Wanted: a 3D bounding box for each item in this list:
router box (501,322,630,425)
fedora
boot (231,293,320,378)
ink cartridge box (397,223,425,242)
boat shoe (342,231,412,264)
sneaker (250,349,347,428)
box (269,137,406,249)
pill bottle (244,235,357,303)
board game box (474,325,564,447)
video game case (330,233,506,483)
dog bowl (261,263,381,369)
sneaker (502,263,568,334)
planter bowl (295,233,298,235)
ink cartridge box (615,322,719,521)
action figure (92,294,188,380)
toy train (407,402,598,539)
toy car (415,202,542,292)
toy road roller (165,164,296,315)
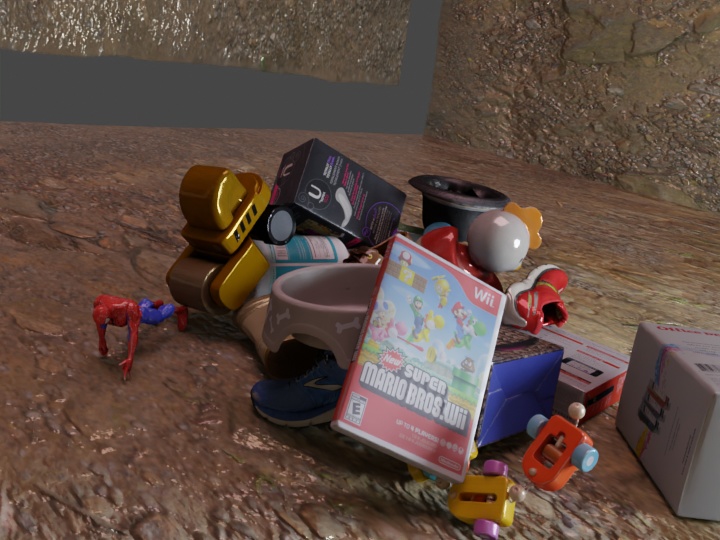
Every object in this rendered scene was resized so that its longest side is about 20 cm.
[{"bbox_3d":[0.261,0.130,1.056,0.199,0.049,0.179,23,22,39],"label":"router box"},{"bbox_3d":[0.165,-0.102,1.317,0.198,0.093,0.201,9,17,-3],"label":"fedora"},{"bbox_3d":[-0.060,0.081,1.022,0.198,0.074,0.155,-6,21,-28],"label":"boot"},{"bbox_3d":[0.072,-0.028,1.369,0.198,0.105,0.059,14,17,17],"label":"ink cartridge box"},{"bbox_3d":[0.001,0.000,1.039,0.199,0.068,0.072,-24,27,-38],"label":"boat shoe"},{"bbox_3d":[-0.032,0.116,0.837,0.198,0.090,0.079,-11,12,19],"label":"sneaker"},{"bbox_3d":[-0.040,-0.109,1.250,0.199,0.123,0.106,28,-23,-30],"label":"box"},{"bbox_3d":[-0.091,0.001,1.190,0.198,0.112,0.111,0,19,-28],"label":"pill bottle"},{"bbox_3d":[0.111,0.115,0.904,0.199,0.098,0.159,18,14,41],"label":"board game box"},{"bbox_3d":[0.062,0.082,0.727,0.142,0.202,0.017,28,-27,-19],"label":"video game case"},{"bbox_3d":[-0.008,0.041,0.816,0.198,0.059,0.200,1,15,0],"label":"dog bowl"},{"bbox_3d":[0.274,0.052,1.133,0.084,0.078,0.199,29,30,25],"label":"sneaker"},{"bbox_3d":[-0.072,-0.097,1.394,0.134,0.202,0.200,18,16,-9],"label":"planter bowl"},{"bbox_3d":[0.399,0.165,0.851,0.144,0.146,0.200,7,18,-2],"label":"ink cartridge box"},{"bbox_3d":[-0.283,0.081,0.945,0.065,0.100,0.200,10,-5,11],"label":"action figure"},{"bbox_3d":[0.133,0.177,0.737,0.056,0.151,0.199,41,-10,-37],"label":"toy train"},{"bbox_3d":[0.200,-0.017,1.162,0.199,0.177,0.185,-33,15,21],"label":"toy car"},{"bbox_3d":[-0.200,-0.054,1.046,0.122,0.146,0.201,11,60,40],"label":"toy road roller"}]
